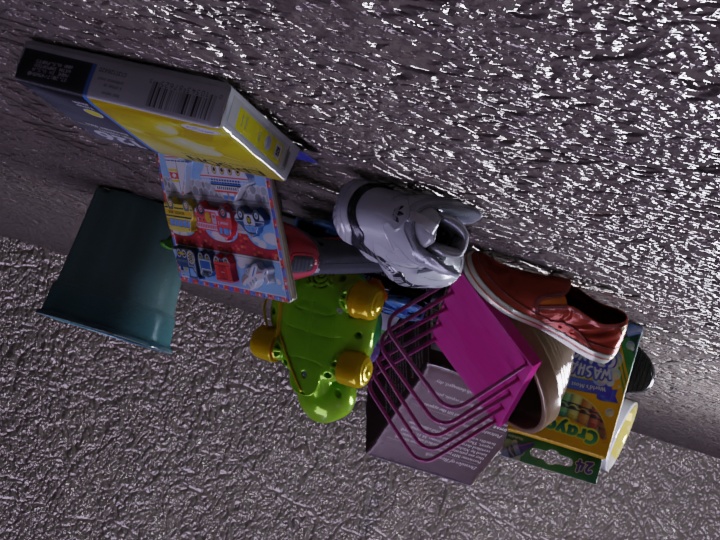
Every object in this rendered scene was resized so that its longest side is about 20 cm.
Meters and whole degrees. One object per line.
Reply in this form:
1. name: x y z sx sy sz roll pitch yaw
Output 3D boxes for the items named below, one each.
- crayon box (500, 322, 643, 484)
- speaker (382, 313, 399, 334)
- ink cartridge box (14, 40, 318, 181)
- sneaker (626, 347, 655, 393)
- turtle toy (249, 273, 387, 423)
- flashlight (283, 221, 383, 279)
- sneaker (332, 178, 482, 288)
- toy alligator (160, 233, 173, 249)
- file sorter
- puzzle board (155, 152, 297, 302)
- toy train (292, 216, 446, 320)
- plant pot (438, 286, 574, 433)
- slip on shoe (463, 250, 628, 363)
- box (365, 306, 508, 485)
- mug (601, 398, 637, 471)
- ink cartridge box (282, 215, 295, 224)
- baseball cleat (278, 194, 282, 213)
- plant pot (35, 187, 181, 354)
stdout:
1. crayon box: 0.258 0.148 1.696 0.125 0.200 0.052 16 173 7
2. speaker: 0.062 0.059 1.958 0.088 0.089 0.200 11 171 44
3. ink cartridge box: -0.160 -0.124 1.177 0.197 0.047 0.200 13 168 21
4. sneaker: 0.320 0.114 1.844 0.200 0.074 0.088 24 180 44
5. turtle toy: -0.036 0.072 1.498 0.145 0.201 0.101 16 -164 26
6. flashlight: -0.025 -0.022 1.412 0.200 0.068 0.068 -3 167 -29
7. sneaker: 0.069 -0.022 1.308 0.115 0.075 0.200 15 170 38
8. toy alligator: -0.139 -0.061 1.621 0.200 0.054 0.059 -7 -176 -22
9. file sorter: 0.094 0.114 1.561 0.139 0.125 0.200 54 161 18
10. puzzle board: -0.139 -0.051 1.354 0.017 0.151 0.200 -21 -161 -35
11. toy train: 0.000 0.000 1.606 0.200 0.087 0.114 18 171 -12
12. plant pot: 0.186 0.082 1.617 0.201 0.093 0.201 51 159 28
13. slip on shoe: 0.201 0.028 1.495 0.200 0.061 0.074 29 -152 -5
14. box: 0.120 0.150 1.855 0.164 0.166 0.200 18 131 -15
15. mug: 0.458 0.308 2.786 0.153 0.150 0.187 23 169 20
16. ink cartridge box: -0.127 -0.024 1.755 0.145 0.084 0.200 18 174 -8
17. baseball cleat: -0.117 -0.072 1.493 0.106 0.070 0.200 2 -175 -34
18. plant pot: -0.333 -0.003 1.964 0.200 0.197 0.200 17 174 2
